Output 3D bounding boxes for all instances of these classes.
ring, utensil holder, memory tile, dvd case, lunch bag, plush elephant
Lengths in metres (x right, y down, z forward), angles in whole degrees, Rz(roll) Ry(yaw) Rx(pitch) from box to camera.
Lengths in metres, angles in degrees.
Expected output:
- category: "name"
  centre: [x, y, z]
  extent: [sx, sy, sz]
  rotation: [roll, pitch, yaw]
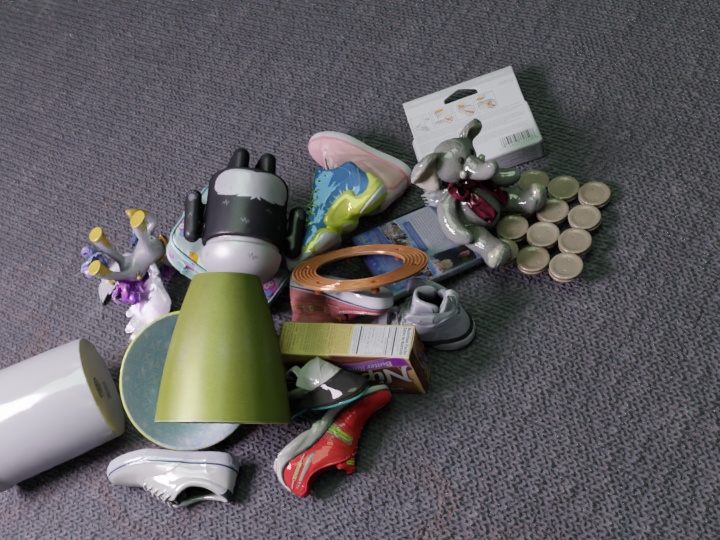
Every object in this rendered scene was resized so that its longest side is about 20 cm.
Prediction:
- category: "ring"
  centre: [0.000, 0.000, 1.592]
  extent: [0.198, 0.019, 0.201]
  rotation: [-6, 18, 2]
- category: "utensil holder"
  centre: [-0.473, 0.210, 1.638]
  extent: [0.198, 0.170, 0.171]
  rotation: [-23, 53, 0]
- category: "memory tile"
  centre: [0.283, -0.069, 1.662]
  extent: [0.152, 0.017, 0.201]
  rotation: [13, 54, 23]
- category: "dvd case"
  centre: [0.100, -0.040, 1.691]
  extent: [0.198, 0.018, 0.143]
  rotation: [-23, 50, -12]
- category: "lunch bag"
  centre: [-0.198, -0.032, 1.717]
  extent: [0.199, 0.077, 0.161]
  rotation: [36, 69, -3]
- category: "plush elephant"
  centre: [0.163, -0.132, 1.632]
  extent: [0.199, 0.156, 0.165]
  rotation: [25, 60, 33]

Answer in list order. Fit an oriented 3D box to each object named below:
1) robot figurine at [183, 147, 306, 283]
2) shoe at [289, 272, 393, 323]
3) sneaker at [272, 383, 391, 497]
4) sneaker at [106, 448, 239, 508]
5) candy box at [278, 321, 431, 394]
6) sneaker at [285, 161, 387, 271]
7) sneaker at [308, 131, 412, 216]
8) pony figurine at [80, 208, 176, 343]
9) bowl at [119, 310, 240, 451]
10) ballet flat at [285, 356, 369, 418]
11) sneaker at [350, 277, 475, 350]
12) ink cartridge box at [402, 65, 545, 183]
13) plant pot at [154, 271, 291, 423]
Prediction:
- category: "robot figurine"
  centre: [-0.171, -0.074, 1.631]
  extent: [0.149, 0.125, 0.202]
  rotation: [-3, 72, 22]
- category: "shoe"
  centre: [-0.030, 0.062, 1.611]
  extent: [0.199, 0.071, 0.092]
  rotation: [12, 103, 44]
- category: "sneaker"
  centre: [-0.027, 0.241, 1.546]
  extent: [0.200, 0.077, 0.085]
  rotation: [-40, 74, -10]
- category: "sneaker"
  centre: [-0.272, 0.299, 1.571]
  extent: [0.198, 0.073, 0.071]
  rotation: [-5, 52, 14]
- category: "candy box"
  centre: [-0.007, 0.126, 1.576]
  extent: [0.198, 0.117, 0.057]
  rotation: [2, 59, 18]
- category: "sneaker"
  centre: [-0.058, -0.090, 1.704]
  extent: [0.200, 0.076, 0.105]
  rotation: [-41, 77, -13]
- category: "sneaker"
  centre: [-0.022, -0.154, 1.796]
  extent: [0.199, 0.076, 0.105]
  rotation: [24, 62, 25]
- category: "pony figurine"
  centre: [-0.355, -0.003, 1.752]
  extent: [0.193, 0.200, 0.166]
  rotation: [-48, 60, 2]
- category: "bowl"
  centre: [-0.259, 0.156, 1.628]
  extent: [0.200, 0.201, 0.108]
  rotation: [-40, 11, -11]
- category: "ballet flat"
  centre: [-0.070, 0.163, 1.538]
  extent: [0.199, 0.069, 0.068]
  rotation: [-25, 11, 47]
- category: "sneaker"
  centre: [0.061, 0.066, 1.594]
  extent: [0.198, 0.115, 0.076]
  rotation: [-5, 55, 15]
- category: "ink cartridge box"
  centre: [0.181, -0.231, 1.804]
  extent: [0.198, 0.044, 0.175]
  rotation: [-18, 53, 6]
- category: "plant pot"
  centre: [-0.185, 0.108, 1.512]
  extent: [0.185, 0.187, 0.202]
  rotation: [-2, 81, 16]
